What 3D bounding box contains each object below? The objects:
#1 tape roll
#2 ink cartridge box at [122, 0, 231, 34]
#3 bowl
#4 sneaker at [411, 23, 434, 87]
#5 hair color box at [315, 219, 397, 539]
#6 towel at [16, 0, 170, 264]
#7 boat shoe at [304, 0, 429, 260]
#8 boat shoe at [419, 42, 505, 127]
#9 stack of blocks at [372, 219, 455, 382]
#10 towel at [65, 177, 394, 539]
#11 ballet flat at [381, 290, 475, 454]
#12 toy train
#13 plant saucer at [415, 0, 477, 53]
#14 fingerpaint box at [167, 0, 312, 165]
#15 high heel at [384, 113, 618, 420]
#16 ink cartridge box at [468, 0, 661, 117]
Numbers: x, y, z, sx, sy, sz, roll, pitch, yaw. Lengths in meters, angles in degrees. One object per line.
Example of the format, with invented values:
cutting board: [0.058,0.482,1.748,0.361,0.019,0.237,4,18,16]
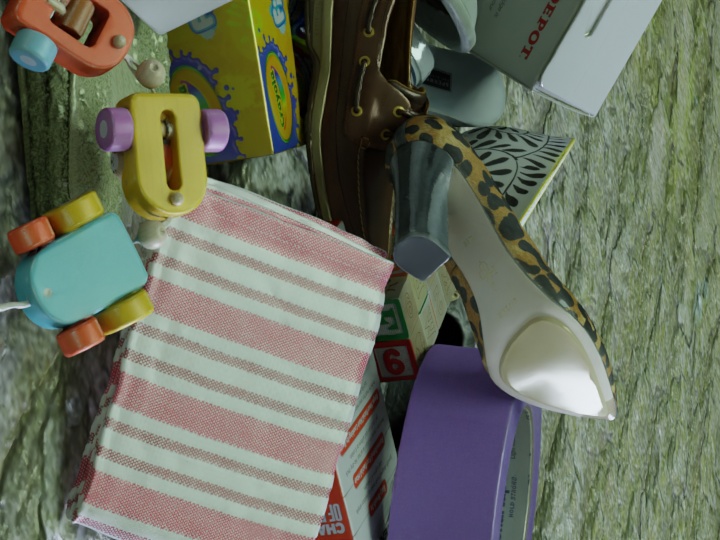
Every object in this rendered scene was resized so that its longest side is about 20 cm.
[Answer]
tape roll: [0.067,0.149,1.440,0.200,0.065,0.202,6,90,-79]
ink cartridge box: [-0.070,-0.251,1.224,0.145,0.199,0.148,44,25,-59]
bowl: [0.065,-0.035,1.679,0.201,0.094,0.201,-58,177,-5]
sneaker: [-0.027,-0.190,1.537,0.071,0.073,0.200,-43,109,-19]
hair color box: [-0.030,0.084,1.369,0.111,0.064,0.201,-51,130,-66]
towel: [-0.140,-0.081,1.262,0.148,0.036,0.201,10,75,-70]
boat shoe: [0.007,-0.099,1.415,0.072,0.067,0.202,9,79,-71]
boat shoe: [0.016,-0.144,1.661,0.199,0.068,0.074,8,80,-44]
stack of blocks: [0.000,0.000,1.504,0.200,0.114,0.059,-63,142,-57]
towel: [-0.069,0.061,1.254,0.146,0.030,0.201,21,80,-27]
ballet flat: [0.033,0.079,1.551,0.057,0.066,0.201,140,-25,-80]
toy train: [-0.151,-0.057,1.163,0.150,0.056,0.201,28,68,-24]
plant saucer: [0.022,-0.238,1.564,0.200,0.050,0.200,47,-4,4]
fingerpaint box: [-0.071,-0.174,1.424,0.167,0.073,0.201,-25,107,-69]
high heel: [0.091,-0.006,1.381,0.200,0.071,0.143,42,29,-27]
ink cartridge box: [0.119,-0.221,1.664,0.083,0.200,0.147,20,104,-48]
